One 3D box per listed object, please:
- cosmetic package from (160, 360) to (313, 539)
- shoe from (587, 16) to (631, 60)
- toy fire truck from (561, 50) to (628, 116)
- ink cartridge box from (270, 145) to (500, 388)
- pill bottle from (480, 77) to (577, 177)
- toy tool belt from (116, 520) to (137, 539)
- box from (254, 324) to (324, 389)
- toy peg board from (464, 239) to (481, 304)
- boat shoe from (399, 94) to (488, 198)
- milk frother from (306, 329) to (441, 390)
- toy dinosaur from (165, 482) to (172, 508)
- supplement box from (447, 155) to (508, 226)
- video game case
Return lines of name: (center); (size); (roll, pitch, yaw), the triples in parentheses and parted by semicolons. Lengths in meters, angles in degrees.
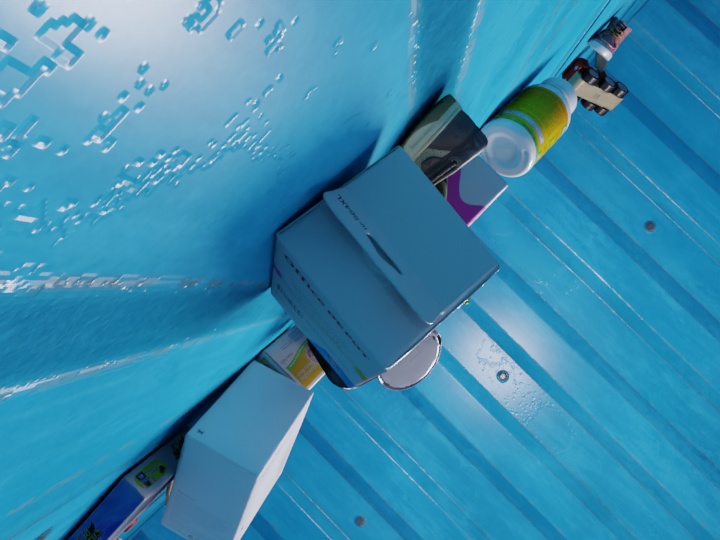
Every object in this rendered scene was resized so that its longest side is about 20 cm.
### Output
cosmetic package: (-0.186, 0.288, 0.898); (0.201, 0.122, 0.199); (-69, 171, 28)
shoe: (0.652, -0.611, 1.508); (0.091, 0.071, 0.200); (-50, 180, 30)
toy fire truck: (0.676, -0.582, 1.684); (0.129, 0.175, 0.201); (-50, -144, 47)
ink cartridge box: (0.012, 0.006, 0.491); (0.125, 0.129, 0.200); (-39, 175, -18)
pill bottle: (0.310, -0.267, 1.048); (0.200, 0.111, 0.111); (-44, 176, -28)
toy tool belt: (-0.443, 0.517, 1.009); (0.125, 0.123, 0.200); (-48, 176, 33)
box: (-0.157, 0.209, 1.040); (0.200, 0.101, 0.112); (-48, 175, 33)
toy peg board: (0.067, 0.021, 0.781); (0.199, 0.099, 0.199); (-12, -175, 9)
boat shoe: (0.054, -0.082, 0.565); (0.072, 0.066, 0.201); (-43, 175, -32)
milk frother: (0.029, 0.140, 0.965); (0.180, 0.200, 0.188); (-41, -142, -5)
toy dinosaur: (-0.312, 0.334, 0.993); (0.101, 0.058, 0.201); (-54, -169, 40)
supplement box: (0.115, -0.104, 0.732); (0.101, 0.103, 0.200); (-46, 177, 14)
video game case: (-0.341, 0.342, 0.855); (0.200, 0.045, 0.181); (-47, 176, 12)
